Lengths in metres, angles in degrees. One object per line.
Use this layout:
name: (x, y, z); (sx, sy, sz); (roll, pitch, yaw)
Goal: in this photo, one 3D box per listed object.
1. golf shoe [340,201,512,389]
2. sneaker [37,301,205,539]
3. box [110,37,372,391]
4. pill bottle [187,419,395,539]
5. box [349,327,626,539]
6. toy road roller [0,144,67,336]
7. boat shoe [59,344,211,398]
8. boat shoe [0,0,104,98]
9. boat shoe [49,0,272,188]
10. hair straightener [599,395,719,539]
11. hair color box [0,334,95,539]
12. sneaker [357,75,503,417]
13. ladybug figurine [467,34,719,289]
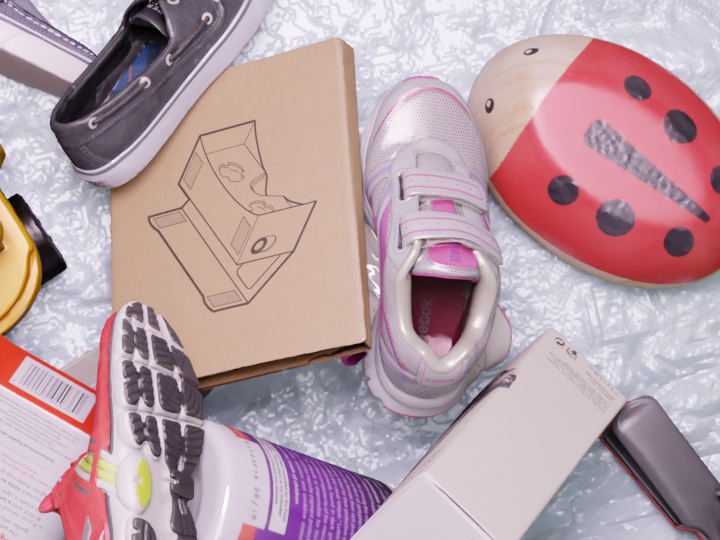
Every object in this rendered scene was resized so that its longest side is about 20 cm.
golf shoe: (0.000, 0.000, 1.625); (0.200, 0.075, 0.092); (45, 66, 2)
sneaker: (-0.140, 0.110, 1.485); (0.085, 0.077, 0.200); (-17, 56, 29)
box: (-0.074, -0.030, 1.595); (0.163, 0.021, 0.200); (-14, 63, 21)
pill bottle: (-0.034, 0.166, 1.570); (0.200, 0.111, 0.112); (22, 85, -34)
box: (0.077, 0.116, 1.566); (0.068, 0.200, 0.082); (45, 124, 2)
toy road roller: (-0.268, -0.044, 1.591); (0.123, 0.146, 0.200); (-33, 88, -4)
boat shoe: (-0.137, 0.073, 1.637); (0.200, 0.067, 0.057); (-26, 124, -3)
boat shoe: (-0.233, -0.184, 1.639); (0.200, 0.075, 0.093); (27, 78, -7)
boat shoe: (-0.116, -0.141, 1.621); (0.069, 0.057, 0.200); (16, 66, 40)
hair straightener: (0.219, 0.161, 1.627); (0.041, 0.077, 0.200); (-33, 86, -13)
hair color box: (-0.223, 0.148, 1.583); (0.101, 0.061, 0.200); (30, 110, -2)
sneaker: (0.047, -0.017, 1.563); (0.081, 0.088, 0.200); (-2, 83, -16)
ladybug figurine: (0.157, -0.068, 1.645); (0.200, 0.072, 0.136); (33, 85, 0)
